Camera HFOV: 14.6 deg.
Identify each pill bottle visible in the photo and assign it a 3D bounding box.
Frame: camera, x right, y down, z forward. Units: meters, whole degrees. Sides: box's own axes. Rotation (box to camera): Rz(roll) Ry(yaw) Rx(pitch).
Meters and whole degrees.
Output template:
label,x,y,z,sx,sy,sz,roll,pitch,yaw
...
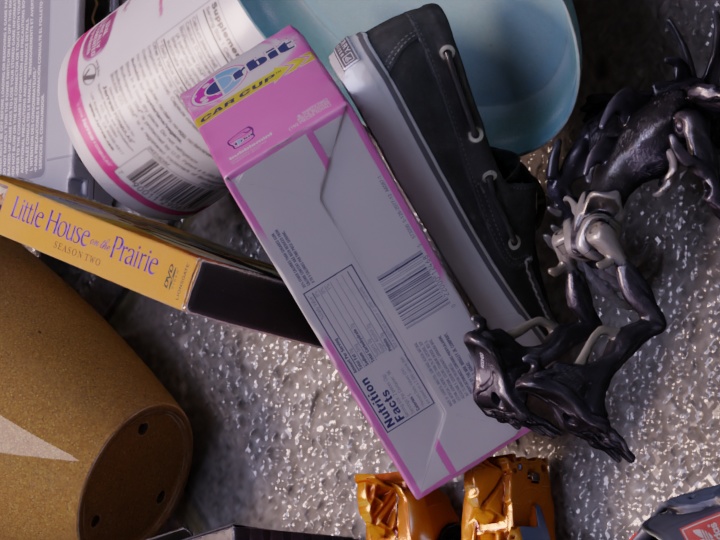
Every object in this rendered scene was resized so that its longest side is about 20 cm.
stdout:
label,x,y,z,sx,sy,sz,roll,pitch,yaw
pill bottle,-0.053,-0.117,1.433,0.199,0.113,0.114,-31,62,36

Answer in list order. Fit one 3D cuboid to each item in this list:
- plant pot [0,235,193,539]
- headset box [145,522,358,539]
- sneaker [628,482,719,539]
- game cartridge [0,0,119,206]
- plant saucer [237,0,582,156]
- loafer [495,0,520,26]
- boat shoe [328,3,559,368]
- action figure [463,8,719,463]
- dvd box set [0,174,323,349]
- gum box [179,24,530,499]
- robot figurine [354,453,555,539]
label,x,y,z,sx,sy,sz,roll,pitch,yaw
plant pot,-0.193,0.075,1.513,0.199,0.186,0.188,23,99,30
headset box,-0.082,0.232,1.415,0.173,0.092,0.202,-20,69,40
sneaker,0.174,0.111,1.189,0.200,0.084,0.075,-43,56,31
game cartridge,-0.195,-0.114,1.630,0.133,0.040,0.202,-6,78,40
plant saucer,0.019,-0.134,1.275,0.199,0.201,0.027,0,42,45
loafer,0.017,-0.174,1.316,0.200,0.068,0.076,43,141,29
boat shoe,0.054,-0.034,1.285,0.056,0.201,0.069,-31,32,2
action figure,0.126,-0.013,1.252,0.119,0.102,0.201,5,60,53
dvd box set,-0.096,-0.004,1.433,0.199,0.146,0.030,21,93,46
gum box,0.000,0.000,1.294,0.066,0.201,0.114,-30,26,-1
robot figurine,0.044,0.192,1.320,0.144,0.058,0.202,-14,73,44
